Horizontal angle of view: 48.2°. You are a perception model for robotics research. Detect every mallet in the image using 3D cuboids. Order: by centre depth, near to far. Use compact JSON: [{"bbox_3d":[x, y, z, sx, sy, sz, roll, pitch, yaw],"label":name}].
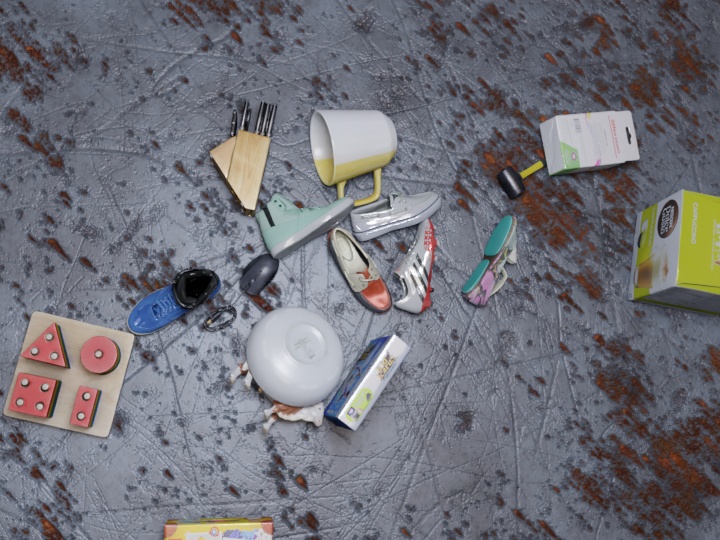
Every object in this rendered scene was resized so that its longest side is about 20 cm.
[{"bbox_3d":[0.389,-0.218,1.742,0.198,0.041,0.067,-24,85,-16],"label":"mallet"}]

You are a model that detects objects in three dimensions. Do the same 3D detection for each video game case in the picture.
[{"bbox_3d":[0.007,0.210,1.521,0.045,0.200,0.182,37,77,-4],"label":"video game case"}]

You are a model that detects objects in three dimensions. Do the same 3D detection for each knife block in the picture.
[{"bbox_3d":[-0.210,-0.237,1.639,0.174,0.064,0.201,-33,86,-12],"label":"knife block"}]

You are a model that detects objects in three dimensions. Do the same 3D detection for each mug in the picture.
[{"bbox_3d":[-0.011,-0.248,1.653,0.151,0.188,0.150,-13,49,-19],"label":"mug"}]

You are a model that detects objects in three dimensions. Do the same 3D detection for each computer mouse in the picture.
[{"bbox_3d":[-0.236,0.043,1.601,0.058,0.034,0.200,41,77,-1],"label":"computer mouse"}]

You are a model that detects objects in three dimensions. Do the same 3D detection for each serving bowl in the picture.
[{"bbox_3d":[-0.116,0.154,1.544,0.197,0.066,0.203,13,58,-21],"label":"serving bowl"}]

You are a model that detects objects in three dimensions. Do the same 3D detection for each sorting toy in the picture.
[{"bbox_3d":[-0.548,0.192,1.510,0.197,0.070,0.202,14,78,-6],"label":"sorting toy"}]

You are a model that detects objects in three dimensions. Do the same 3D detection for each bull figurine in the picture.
[{"bbox_3d":[-0.159,0.236,1.555,0.121,0.065,0.201,-32,79,-39],"label":"bull figurine"}]

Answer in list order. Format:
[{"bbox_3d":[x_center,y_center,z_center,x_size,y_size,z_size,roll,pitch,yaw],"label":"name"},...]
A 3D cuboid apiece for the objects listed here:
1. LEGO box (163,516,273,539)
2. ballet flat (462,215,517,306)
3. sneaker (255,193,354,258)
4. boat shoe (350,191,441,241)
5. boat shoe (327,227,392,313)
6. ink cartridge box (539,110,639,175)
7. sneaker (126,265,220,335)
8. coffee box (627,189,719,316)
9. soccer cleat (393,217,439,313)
[{"bbox_3d":[-0.261,0.539,1.486,0.197,0.077,0.151,0,80,-8],"label":"LEGO box"},{"bbox_3d":[0.284,-0.015,1.679,0.071,0.069,0.202,33,80,-20],"label":"ballet flat"},{"bbox_3d":[-0.116,-0.124,1.617,0.199,0.074,0.119,-30,77,-3],"label":"sneaker"},{"bbox_3d":[0.073,-0.126,1.647,0.198,0.074,0.067,-26,119,-12],"label":"boat shoe"},{"bbox_3d":[0.000,0.000,1.630,0.071,0.063,0.201,-33,87,-14],"label":"boat shoe"},{"bbox_3d":[0.495,-0.276,1.738,0.197,0.067,0.119,-8,85,-20],"label":"ink cartridge box"},{"bbox_3d":[-0.360,0.056,1.540,0.198,0.111,0.078,-25,84,-12],"label":"sneaker"},{"bbox_3d":[0.699,-0.031,1.669,0.197,0.198,0.203,11,78,-6],"label":"coffee box"},{"bbox_3d":[0.111,-0.014,1.647,0.084,0.069,0.203,6,84,-11],"label":"soccer cleat"}]
